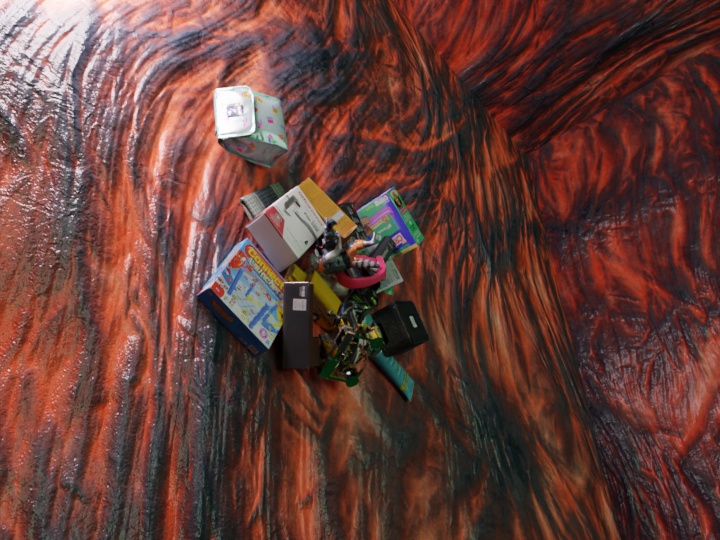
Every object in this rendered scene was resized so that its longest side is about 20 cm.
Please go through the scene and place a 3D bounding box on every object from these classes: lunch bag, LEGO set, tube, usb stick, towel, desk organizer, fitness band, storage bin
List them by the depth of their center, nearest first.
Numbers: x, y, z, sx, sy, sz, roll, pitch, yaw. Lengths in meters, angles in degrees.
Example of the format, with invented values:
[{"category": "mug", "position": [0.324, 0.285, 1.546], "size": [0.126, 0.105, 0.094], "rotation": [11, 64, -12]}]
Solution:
[{"category": "desk organizer", "position": [-0.142, 0.133, 1.335], "size": [0.077, 0.070, 0.206], "rotation": [11, 79, -72]}, {"category": "LEGO set", "position": [-0.041, 0.188, 1.404], "size": [0.150, 0.203, 0.117], "rotation": [10, 29, -28]}, {"category": "lunch bag", "position": [-0.308, -0.399, 1.497], "size": [0.197, 0.121, 0.175], "rotation": [10, 61, -41]}, {"category": "towel", "position": [-0.228, -0.135, 1.512], "size": [0.203, 0.034, 0.192], "rotation": [57, 31, -6]}, {"category": "fitness band", "position": [0.000, 0.000, 1.544], "size": [0.201, 0.139, 0.038], "rotation": [-107, -168, -68]}, {"category": "tube", "position": [0.102, 0.304, 1.651], "size": [0.201, 0.050, 0.078], "rotation": [51, 41, -25]}, {"category": "storage bin", "position": [0.123, 0.175, 1.673], "size": [0.138, 0.092, 0.199], "rotation": [66, 20, 13]}, {"category": "usb stick", "position": [0.059, -0.040, 1.709], "size": [0.055, 0.032, 0.201], "rotation": [44, 42, -8]}]

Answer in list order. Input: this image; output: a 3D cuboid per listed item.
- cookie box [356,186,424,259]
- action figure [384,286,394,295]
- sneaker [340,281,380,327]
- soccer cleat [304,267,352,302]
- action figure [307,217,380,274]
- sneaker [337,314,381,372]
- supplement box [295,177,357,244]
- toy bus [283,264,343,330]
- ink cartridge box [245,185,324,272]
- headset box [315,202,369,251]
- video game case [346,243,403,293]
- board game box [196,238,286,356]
[{"category": "cookie box", "position": [0.091, -0.144, 1.821], "size": [0.203, 0.169, 0.075], "rotation": [57, 37, -8]}, {"category": "action figure", "position": [0.025, 0.004, 1.736], "size": [0.197, 0.054, 0.121], "rotation": [20, 54, -38]}, {"category": "sneaker", "position": [0.005, 0.089, 1.494], "size": [0.071, 0.081, 0.202], "rotation": [56, 39, -30]}, {"category": "soccer cleat", "position": [-0.074, 0.045, 1.550], "size": [0.199, 0.077, 0.071], "rotation": [38, 41, -32]}, {"category": "action figure", "position": [-0.048, -0.046, 1.434], "size": [0.202, 0.188, 0.107], "rotation": [81, -1, -56]}, {"category": "sneaker", "position": [0.003, 0.215, 1.545], "size": [0.120, 0.082, 0.204], "rotation": [41, 53, -38]}, {"category": "supplement box", "position": [-0.103, -0.163, 1.545], "size": [0.200, 0.067, 0.069], "rotation": [44, 61, 4]}, {"category": "toy bus", "position": [-0.120, 0.069, 1.463], "size": [0.201, 0.077, 0.066], "rotation": [52, 34, -28]}, {"category": "ink cartridge box", "position": [-0.189, -0.114, 1.440], "size": [0.148, 0.082, 0.201], "rotation": [53, 32, -12]}, {"category": "headset box", "position": [-0.073, -0.118, 1.663], "size": [0.198, 0.074, 0.152], "rotation": [-19, 82, -56]}, {"category": "video game case", "position": [0.039, -0.002, 1.703], "size": [0.198, 0.018, 0.146], "rotation": [-20, 78, -48]}, {"category": "board game box", "position": [-0.261, 0.061, 1.305], "size": [0.201, 0.055, 0.198], "rotation": [50, 36, -20]}]
